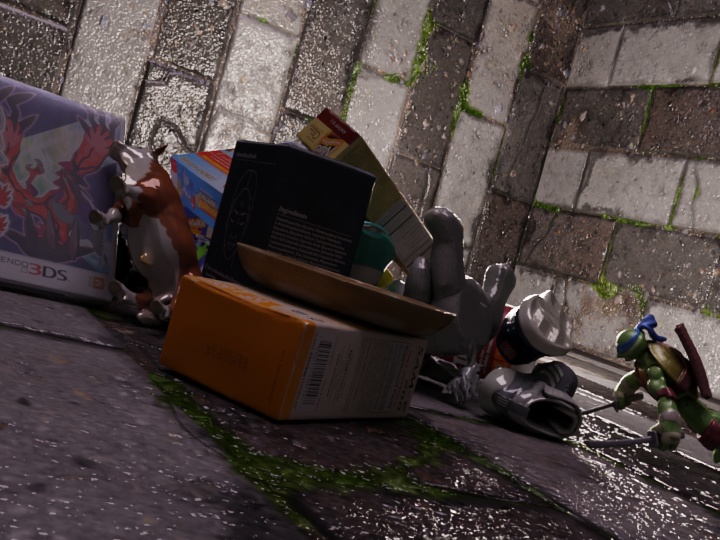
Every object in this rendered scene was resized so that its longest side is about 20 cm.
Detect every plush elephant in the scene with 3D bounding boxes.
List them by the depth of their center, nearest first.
[{"bbox_3d":[0.074,0.059,1.021,0.153,0.205,0.164,-12,-30,39],"label":"plush elephant"}]

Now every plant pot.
[{"bbox_3d":[-0.015,0.019,0.760,0.196,0.028,0.200,18,-1,0],"label":"plant pot"}]

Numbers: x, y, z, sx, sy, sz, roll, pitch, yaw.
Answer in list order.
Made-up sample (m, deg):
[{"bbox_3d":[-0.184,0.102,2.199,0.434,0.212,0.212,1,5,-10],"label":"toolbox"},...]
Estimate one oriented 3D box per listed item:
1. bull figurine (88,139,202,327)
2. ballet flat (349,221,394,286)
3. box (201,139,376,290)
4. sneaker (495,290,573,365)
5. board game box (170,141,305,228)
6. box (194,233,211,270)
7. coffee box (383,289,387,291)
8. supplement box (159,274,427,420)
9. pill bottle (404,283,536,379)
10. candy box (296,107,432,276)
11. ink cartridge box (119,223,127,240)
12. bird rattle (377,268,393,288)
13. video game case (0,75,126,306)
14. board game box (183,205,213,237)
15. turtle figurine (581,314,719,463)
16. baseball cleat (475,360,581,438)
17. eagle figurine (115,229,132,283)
[{"bbox_3d":[-0.204,-0.038,0.866,0.064,0.204,0.121,-22,-1,20],"label":"bull figurine"},{"bbox_3d":[0.000,0.000,0.997,0.066,0.072,0.200,12,-10,-1],"label":"ballet flat"},{"bbox_3d":[-0.084,-0.020,0.916,0.105,0.205,0.148,15,2,-28],"label":"box"},{"bbox_3d":[0.189,0.076,1.010,0.076,0.084,0.199,58,17,10],"label":"sneaker"},{"bbox_3d":[-0.125,-0.111,1.174,0.192,0.057,0.199,-11,26,-29],"label":"board game box"},{"bbox_3d":[-0.126,0.024,1.084,0.196,0.065,0.071,18,-27,24],"label":"box"},{"bbox_3d":[-0.054,0.043,1.287,0.196,0.082,0.114,17,2,25],"label":"coffee box"},{"bbox_3d":[-0.046,0.064,0.721,0.124,0.075,0.199,18,2,30],"label":"supplement box"},{"bbox_3d":[0.136,0.087,1.194,0.196,0.116,0.113,16,1,21],"label":"pill bottle"},{"bbox_3d":[0.013,-0.090,1.072,0.201,0.055,0.116,51,0,-34],"label":"candy box"},{"bbox_3d":[-0.320,-0.056,1.115,0.201,0.043,0.198,50,-18,-8],"label":"ink cartridge box"},{"bbox_3d":[-0.067,-0.003,1.177,0.196,0.166,0.113,17,-18,29],"label":"bird rattle"},{"bbox_3d":[-0.314,-0.080,0.851,0.180,0.205,0.023,15,-26,-39],"label":"video game case"},{"bbox_3d":[-0.287,-0.073,1.263,0.132,0.046,0.199,16,-3,-25],"label":"board game box"},{"bbox_3d":[0.342,0.176,1.029,0.192,0.202,0.144,36,-22,0],"label":"turtle figurine"},{"bbox_3d":[0.206,0.147,0.972,0.105,0.071,0.198,27,17,38],"label":"baseball cleat"},{"bbox_3d":[-0.347,-0.066,0.952,0.149,0.155,0.199,-24,-25,27],"label":"eagle figurine"}]
